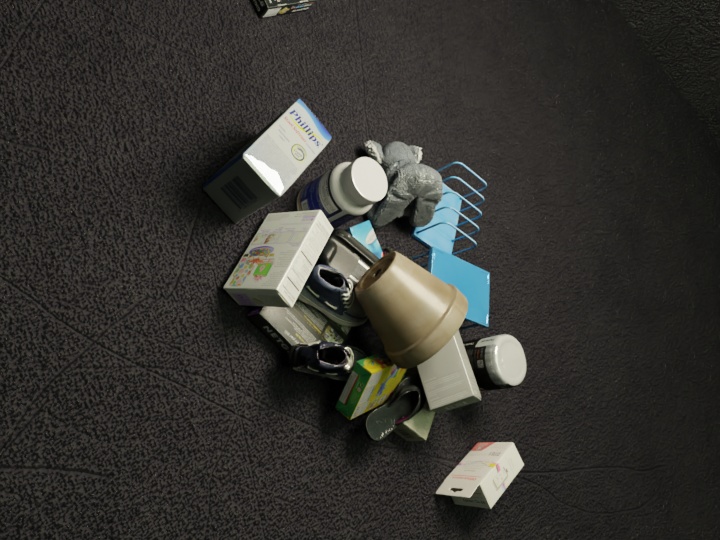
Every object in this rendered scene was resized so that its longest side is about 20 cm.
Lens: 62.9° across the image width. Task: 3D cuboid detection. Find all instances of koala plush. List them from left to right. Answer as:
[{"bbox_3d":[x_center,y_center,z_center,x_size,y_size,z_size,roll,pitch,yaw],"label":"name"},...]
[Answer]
[{"bbox_3d":[0.099,-0.233,1.421,0.175,0.184,0.202,0,55,-24],"label":"koala plush"}]

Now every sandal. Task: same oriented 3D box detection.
[{"bbox_3d":[0.088,0.290,1.244,0.200,0.048,0.076,-35,96,-38],"label":"sandal"}]

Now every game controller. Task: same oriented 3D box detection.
[{"bbox_3d":[0.000,0.000,1.268,0.199,0.042,0.105,39,63,-12],"label":"game controller"}]

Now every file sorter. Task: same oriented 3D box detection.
[{"bbox_3d":[0.203,0.053,1.432,0.198,0.122,0.141,21,64,-32],"label":"file sorter"},{"bbox_3d":[0.237,-0.158,1.532,0.138,0.122,0.202,30,60,-28],"label":"file sorter"}]

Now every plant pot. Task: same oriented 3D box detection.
[{"bbox_3d":[0.086,0.064,1.175,0.174,0.199,0.201,45,54,-14],"label":"plant pot"}]

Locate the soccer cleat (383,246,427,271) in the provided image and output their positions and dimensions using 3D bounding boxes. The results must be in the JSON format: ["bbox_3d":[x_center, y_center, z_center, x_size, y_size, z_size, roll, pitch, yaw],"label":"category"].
[{"bbox_3d":[0.098,0.007,1.354,0.068,0.200,0.074,23,101,-35],"label":"soccer cleat"}]

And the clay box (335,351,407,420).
[{"bbox_3d":[0.036,0.231,1.237,0.199,0.047,0.116,-6,124,-60],"label":"clay box"}]

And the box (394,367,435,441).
[{"bbox_3d":[0.134,0.283,1.354,0.082,0.068,0.201,41,55,-22],"label":"box"}]

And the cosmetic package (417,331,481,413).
[{"bbox_3d":[0.179,0.197,1.288,0.090,0.106,0.202,37,36,-60],"label":"cosmetic package"}]

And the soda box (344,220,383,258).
[{"bbox_3d":[0.018,-0.006,1.346,0.067,0.064,0.202,-25,94,-40],"label":"soda box"}]

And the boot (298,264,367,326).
[{"bbox_3d":[-0.040,0.054,1.190,0.199,0.090,0.074,26,57,-34],"label":"boot"}]

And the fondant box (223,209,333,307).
[{"bbox_3d":[-0.158,-0.025,1.150,0.058,0.143,0.201,56,47,-38],"label":"fondant box"}]

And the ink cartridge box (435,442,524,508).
[{"bbox_3d":[0.280,0.489,1.382,0.199,0.116,0.068,-31,97,-39],"label":"ink cartridge box"}]

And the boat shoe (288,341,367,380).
[{"bbox_3d":[-0.038,0.179,1.161,0.198,0.092,0.076,10,76,-41],"label":"boat shoe"}]

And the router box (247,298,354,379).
[{"bbox_3d":[-0.115,0.102,1.210,0.200,0.051,0.150,48,52,-20],"label":"router box"}]

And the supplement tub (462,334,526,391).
[{"bbox_3d":[0.284,0.226,1.405,0.121,0.199,0.124,13,69,-36],"label":"supplement tub"}]

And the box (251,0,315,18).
[{"bbox_3d":[-0.212,-0.703,1.372,0.158,0.046,0.202,-32,98,-40],"label":"box"}]

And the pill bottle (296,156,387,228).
[{"bbox_3d":[-0.040,-0.161,1.253,0.115,0.199,0.117,12,70,-36],"label":"pill bottle"}]

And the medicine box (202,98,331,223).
[{"bbox_3d":[-0.184,-0.213,1.162,0.103,0.181,0.201,47,53,-18],"label":"medicine box"}]
